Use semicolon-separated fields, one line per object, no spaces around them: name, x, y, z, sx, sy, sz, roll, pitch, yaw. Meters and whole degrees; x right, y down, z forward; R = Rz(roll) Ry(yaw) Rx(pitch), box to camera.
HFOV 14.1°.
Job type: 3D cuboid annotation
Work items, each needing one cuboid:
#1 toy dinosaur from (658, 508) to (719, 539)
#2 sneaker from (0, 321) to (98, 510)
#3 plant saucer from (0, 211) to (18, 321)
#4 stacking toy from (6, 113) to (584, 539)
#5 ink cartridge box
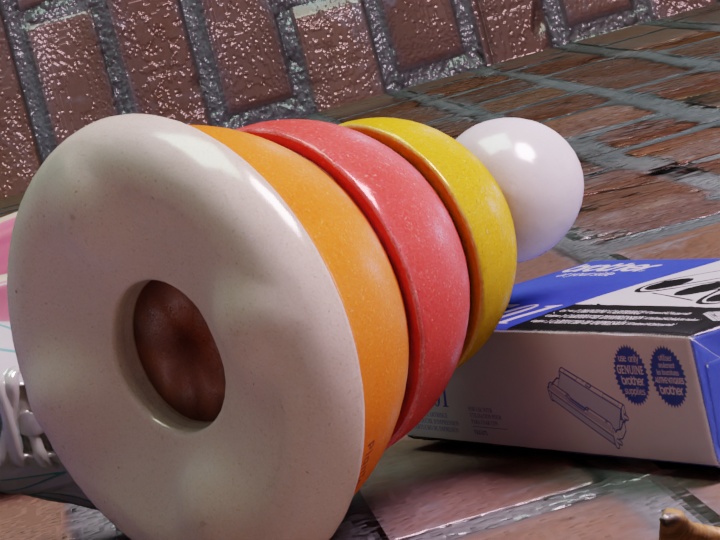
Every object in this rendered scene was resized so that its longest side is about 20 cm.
toy dinosaur;0.109;0.076;0.572;0.106;0.061;0.200;11;18;9
sneaker;-0.109;0.051;0.979;0.199;0.071;0.080;3;5;16
plant saucer;-0.119;0.005;1.215;0.200;0.051;0.201;-15;13;4
stacking toy;0.000;0.000;0.929;0.146;0.147;0.200;-8;12;46
ink cartridge box;0.095;0.027;0.956;0.094;0.044;0.200;-17;7;-26
